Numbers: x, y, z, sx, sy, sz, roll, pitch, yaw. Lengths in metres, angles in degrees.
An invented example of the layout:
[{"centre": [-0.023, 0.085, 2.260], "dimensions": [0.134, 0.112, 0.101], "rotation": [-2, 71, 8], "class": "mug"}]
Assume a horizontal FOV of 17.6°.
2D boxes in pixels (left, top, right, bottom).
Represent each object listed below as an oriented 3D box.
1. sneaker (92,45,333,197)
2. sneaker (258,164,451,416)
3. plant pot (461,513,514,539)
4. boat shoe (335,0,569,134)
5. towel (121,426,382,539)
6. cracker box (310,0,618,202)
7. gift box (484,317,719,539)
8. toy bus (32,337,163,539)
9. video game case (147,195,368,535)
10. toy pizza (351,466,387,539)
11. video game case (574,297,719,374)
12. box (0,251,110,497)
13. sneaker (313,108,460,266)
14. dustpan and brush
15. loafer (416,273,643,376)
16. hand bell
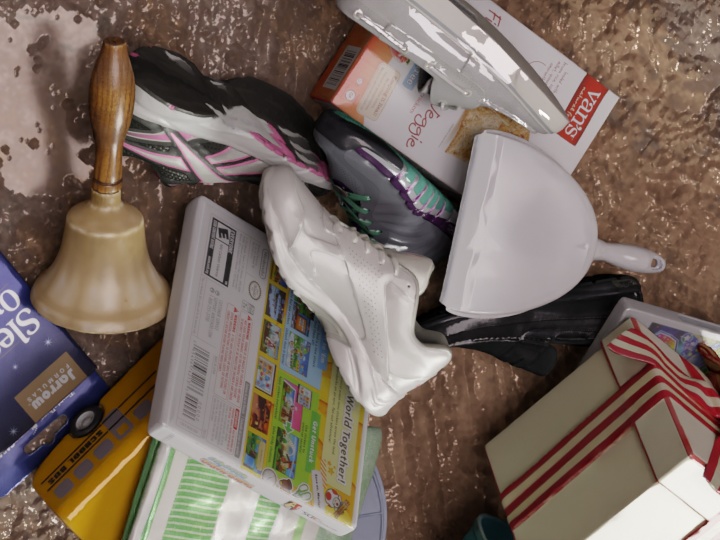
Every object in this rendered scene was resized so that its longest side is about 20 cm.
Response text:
[{"centre": [-0.111, -0.096, 1.706], "dimensions": [0.199, 0.081, 0.086], "rotation": [24, 128, -32], "class": "sneaker"}, {"centre": [0.000, 0.000, 1.691], "dimensions": [0.099, 0.078, 0.201], "rotation": [-29, 105, 8], "class": "sneaker"}, {"centre": [0.099, 0.325, 1.785], "dimensions": [0.200, 0.200, 0.188], "rotation": [40, 98, -21], "class": "plant pot"}, {"centre": [0.066, -0.154, 1.698], "dimensions": [0.200, 0.072, 0.069], "rotation": [37, 106, -27], "class": "boat shoe"}, {"centre": [-0.082, 0.178, 1.711], "dimensions": [0.199, 0.023, 0.154], "rotation": [11, 100, -37], "class": "towel"}, {"centre": [0.080, -0.132, 1.770], "dimensions": [0.199, 0.058, 0.135], "rotation": [33, 87, -22], "class": "cracker box"}, {"centre": [0.217, 0.162, 1.756], "dimensions": [0.186, 0.185, 0.200], "rotation": [-40, 130, 17], "class": "gift box"}, {"centre": [-0.147, 0.111, 1.708], "dimensions": [0.200, 0.078, 0.065], "rotation": [-45, 125, -8], "class": "toy bus"}, {"centre": [-0.066, 0.069, 1.692], "dimensions": [0.181, 0.023, 0.201], "rotation": [31, 47, -30], "class": "video game case"}, {"centre": [-0.076, 0.195, 1.780], "dimensions": [0.198, 0.032, 0.202], "rotation": [-3, 100, -18], "class": "toy pizza"}, {"centre": [0.256, 0.103, 1.852], "dimensions": [0.199, 0.018, 0.144], "rotation": [16, 120, -26], "class": "video game case"}, {"centre": [-0.278, 0.059, 1.686], "dimensions": [0.121, 0.032, 0.200], "rotation": [-42, 111, -10], "class": "box"}, {"centre": [0.012, -0.042, 1.719], "dimensions": [0.088, 0.074, 0.200], "rotation": [-50, 140, 2], "class": "sneaker"}, {"centre": [0.154, -0.021, 1.766], "dimensions": [0.198, 0.057, 0.141], "rotation": [12, 91, -19], "class": "dustpan and brush"}, {"centre": [0.132, 0.048, 1.811], "dimensions": [0.199, 0.068, 0.071], "rotation": [-8, 94, -22], "class": "loafer"}, {"centre": [-0.178, -0.068, 1.628], "dimensions": [0.103, 0.104, 0.202], "rotation": [-6, 120, -19], "class": "hand bell"}]
